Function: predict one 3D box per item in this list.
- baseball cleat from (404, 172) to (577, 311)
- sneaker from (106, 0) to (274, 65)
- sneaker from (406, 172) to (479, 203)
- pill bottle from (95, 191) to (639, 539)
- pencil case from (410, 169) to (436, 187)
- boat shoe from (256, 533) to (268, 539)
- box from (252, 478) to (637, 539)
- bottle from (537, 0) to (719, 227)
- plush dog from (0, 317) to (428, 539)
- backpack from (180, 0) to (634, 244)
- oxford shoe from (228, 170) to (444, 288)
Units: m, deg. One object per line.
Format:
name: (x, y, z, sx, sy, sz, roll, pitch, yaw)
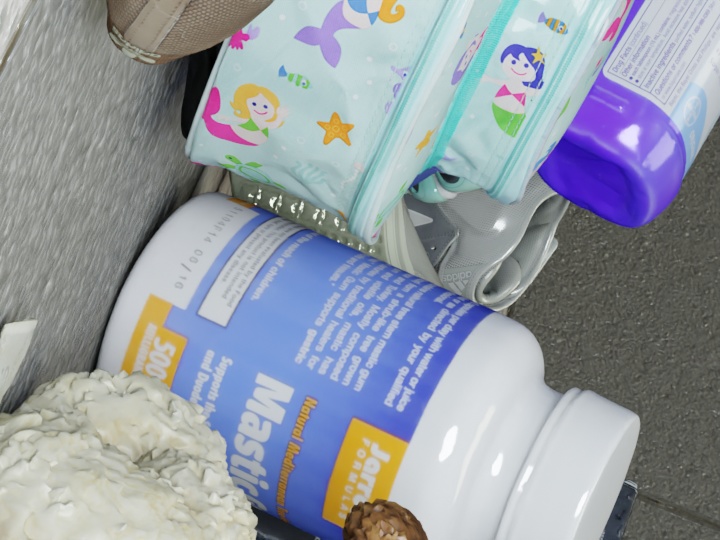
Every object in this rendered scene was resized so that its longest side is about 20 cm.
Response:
baseball cleat: (0.018, -0.012, 1.227, 0.070, 0.200, 0.107, 31, 34, -51)
sneaker: (-0.025, -0.142, 0.686, 0.076, 0.070, 0.200, -42, -163, 51)
sneaker: (0.104, -0.083, 1.152, 0.200, 0.139, 0.078, -12, -94, 53)
pill bottle: (0.004, 0.055, 0.957, 0.112, 0.199, 0.112, -57, 163, -29)
pencil case: (0.025, -0.090, 1.071, 0.078, 0.087, 0.200, -28, 176, -40)
boat shoe: (-0.111, 0.146, 1.017, 0.200, 0.091, 0.071, -36, -161, 39)
box: (-0.010, 0.140, 1.136, 0.200, 0.196, 0.124, -51, -169, 54)
bottle: (0.141, -0.116, 0.986, 0.200, 0.065, 0.084, -57, 164, -18)
plush dog: (-0.055, 0.119, 0.735, 0.161, 0.171, 0.201, 104, 8, -64)
backpack: (0.021, -0.109, 0.862, 0.200, 0.150, 0.178, -57, 176, -46)
oxford shoe: (0.000, 0.000, 1.048, 0.075, 0.201, 0.058, -28, 172, 17)
